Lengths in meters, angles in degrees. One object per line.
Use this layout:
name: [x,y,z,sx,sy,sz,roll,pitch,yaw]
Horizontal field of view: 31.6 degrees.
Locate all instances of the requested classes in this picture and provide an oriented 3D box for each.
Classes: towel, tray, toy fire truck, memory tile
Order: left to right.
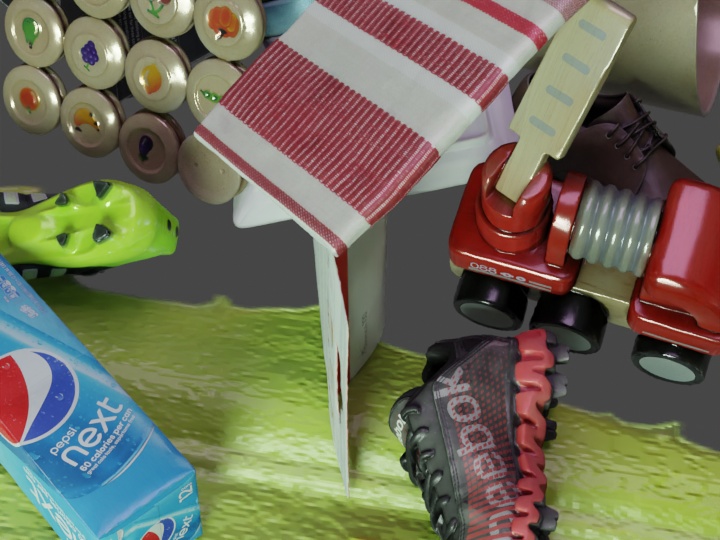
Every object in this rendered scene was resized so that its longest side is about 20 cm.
memory tile: [-0.156,-0.138,0.843,0.198,0.155,0.017,21,30,17]
tray: [0.007,-0.091,0.861,0.197,0.022,0.108,-11,50,7]
towel: [0.018,-0.111,0.667,0.200,0.023,0.144,-46,48,-6]
toy fire truck: [0.142,-0.042,0.714,0.174,0.200,0.130,17,71,12]

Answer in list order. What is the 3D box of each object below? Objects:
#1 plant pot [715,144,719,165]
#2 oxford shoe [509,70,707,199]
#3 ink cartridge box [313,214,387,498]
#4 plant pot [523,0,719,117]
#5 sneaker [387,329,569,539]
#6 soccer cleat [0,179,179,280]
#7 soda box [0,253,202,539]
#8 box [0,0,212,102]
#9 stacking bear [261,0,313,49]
plant pot: [0.352,-0.087,0.795,0.197,0.183,0.201,-16,51,-16]
oxford shoe: [0.177,-0.067,0.836,0.199,0.085,0.073,33,53,22]
ink cartridge box: [0.000,0.000,0.720,0.047,0.161,0.202,-5,50,-5]
plant pot: [0.158,-0.214,0.916,0.198,0.189,0.188,8,48,22]
sneaker: [0.059,0.112,0.685,0.097,0.071,0.202,8,47,4]
soccer cleat: [-0.208,-0.018,0.796,0.198,0.081,0.068,-3,76,21]
soda box: [-0.172,0.080,0.705,0.064,0.068,0.200,-33,58,-27]
box: [-0.168,-0.261,0.967,0.196,0.125,0.200,-33,58,-29]
stacking bear: [-0.032,-0.226,0.873,0.112,0.202,0.122,-15,14,0]
